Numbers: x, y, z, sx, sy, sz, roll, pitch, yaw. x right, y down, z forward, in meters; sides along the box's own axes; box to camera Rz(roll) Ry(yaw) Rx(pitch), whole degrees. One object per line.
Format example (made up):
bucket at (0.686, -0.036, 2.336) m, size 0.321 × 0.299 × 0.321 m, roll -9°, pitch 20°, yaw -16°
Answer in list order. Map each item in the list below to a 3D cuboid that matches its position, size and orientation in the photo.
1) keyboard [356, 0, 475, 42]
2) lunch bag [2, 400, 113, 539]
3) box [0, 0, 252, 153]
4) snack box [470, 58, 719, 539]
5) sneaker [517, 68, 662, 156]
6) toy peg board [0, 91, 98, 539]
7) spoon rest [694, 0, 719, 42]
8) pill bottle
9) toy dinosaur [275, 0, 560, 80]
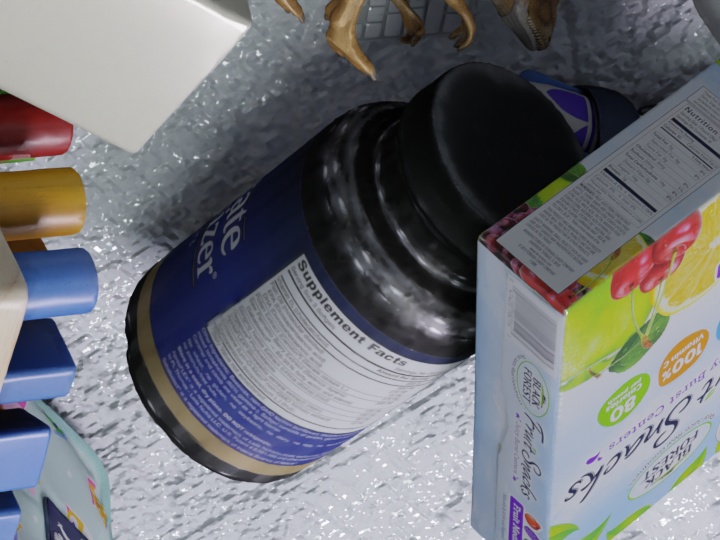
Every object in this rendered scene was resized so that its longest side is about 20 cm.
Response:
keyboard at (0.032, -0.168, 1.093) m, size 0.056 × 0.011 × 0.200 m, roll -1°, pitch 135°, yaw -13°
lunch bag at (-0.168, 0.160, 1.258) m, size 0.122 × 0.171 × 0.200 m, roll 2°, pitch 137°, yaw -14°
box at (-0.144, -0.133, 1.027) m, size 0.200 × 0.095 × 0.078 m, roll 25°, pitch 124°, yaw -35°
snack box at (0.111, 0.023, 1.112) m, size 0.142 × 0.053 × 0.200 m, roll -35°, pitch 150°, yaw -23°
sneaker at (0.133, -0.049, 1.187) m, size 0.200 × 0.081 × 0.146 m, roll -32°, pitch 138°, yaw 26°
toy peg board at (-0.158, 0.006, 1.101) m, size 0.098 × 0.199 × 0.200 m, roll -7°, pitch 138°, yaw -30°
spoon rest at (0.199, -0.068, 1.121) m, size 0.061 × 0.099 × 0.200 m, roll -35°, pitch 98°, yaw 13°
pill bottle at (0.000, 0.000, 1.154) m, size 0.112 × 0.112 × 0.200 m, roll 22°, pitch 139°, yaw -32°
toy dinosaur at (0.008, -0.140, 1.080) m, size 0.106 × 0.060 × 0.200 m, roll -50°, pitch 140°, yaw -4°
